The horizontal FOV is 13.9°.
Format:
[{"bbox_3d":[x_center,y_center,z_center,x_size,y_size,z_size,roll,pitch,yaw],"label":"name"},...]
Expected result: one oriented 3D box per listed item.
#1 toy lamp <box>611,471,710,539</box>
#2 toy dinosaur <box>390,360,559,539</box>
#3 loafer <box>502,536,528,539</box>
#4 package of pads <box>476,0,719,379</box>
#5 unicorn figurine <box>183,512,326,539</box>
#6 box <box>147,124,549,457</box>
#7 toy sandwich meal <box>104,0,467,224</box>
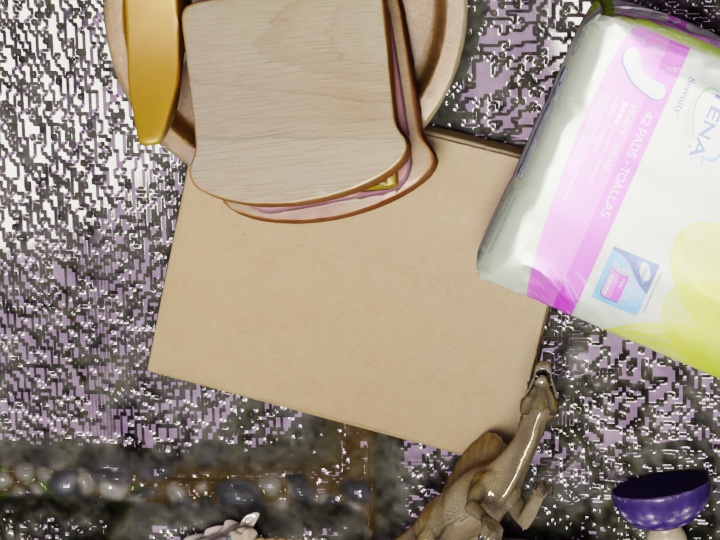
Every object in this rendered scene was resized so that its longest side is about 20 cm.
[{"bbox_3d":[0.167,0.206,1.524,0.058,0.058,0.200,-7,99,12],"label":"toy lamp"},{"bbox_3d":[0.047,0.130,1.490,0.058,0.101,0.200,31,126,-23],"label":"toy dinosaur"},{"bbox_3d":[0.114,0.170,1.490,0.200,0.072,0.063,29,106,37],"label":"loafer"},{"bbox_3d":[0.177,-0.033,1.448,0.200,0.068,0.155,23,104,-3],"label":"package of pads"},{"bbox_3d":[-0.127,0.194,1.556,0.074,0.137,0.200,51,131,23],"label":"unicorn figurine"},{"bbox_3d":[0.000,0.000,1.524,0.200,0.021,0.164,14,105,7],"label":"box"},{"bbox_3d":[-0.041,-0.123,1.463,0.205,0.070,0.206,1,93,8],"label":"toy sandwich meal"}]
